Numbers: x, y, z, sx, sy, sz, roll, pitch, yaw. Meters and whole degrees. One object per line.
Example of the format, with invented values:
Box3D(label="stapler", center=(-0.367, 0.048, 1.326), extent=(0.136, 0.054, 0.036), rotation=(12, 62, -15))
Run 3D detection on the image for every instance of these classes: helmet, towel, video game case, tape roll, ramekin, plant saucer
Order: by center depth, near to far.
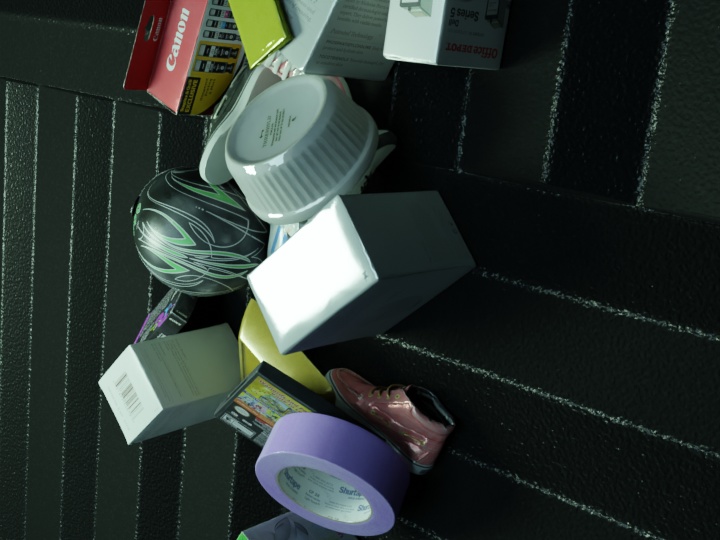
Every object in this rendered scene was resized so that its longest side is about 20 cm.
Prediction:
Box3D(label="towel", center=(-0.141, -0.363, 1.228), extent=(0.086, 0.018, 0.201), rotation=(-27, 77, 47))
Box3D(label="ramekin", center=(-0.084, -0.164, 1.253), extent=(0.202, 0.094, 0.203), rotation=(-21, 43, 22))
Box3D(label="tape roll", center=(-0.037, 0.275, 1.301), extent=(0.199, 0.066, 0.200), rotation=(17, 144, 13))
Box3D(label="video game case", center=(-0.087, 0.217, 1.341), extent=(0.200, 0.026, 0.181), rotation=(35, 143, -8))
Box3D(label="plant saucer", center=(-0.118, 0.171, 1.418), extent=(0.200, 0.048, 0.200), rotation=(45, 152, 27))
Box3D(label="helmet", center=(-0.239, -0.054, 1.471), extent=(0.191, 0.199, 0.201), rotation=(48, 125, 46))

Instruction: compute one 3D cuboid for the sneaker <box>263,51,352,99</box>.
Box3D(label="sneaker", center=(-0.091, -0.278, 1.355), extent=(0.075, 0.104, 0.201), rotation=(-36, 74, 36))

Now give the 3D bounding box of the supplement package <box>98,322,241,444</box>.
Box3D(label="supplement package", center=(-0.281, 0.174, 1.518), extent=(0.117, 0.200, 0.117), rotation=(-45, 68, 36))

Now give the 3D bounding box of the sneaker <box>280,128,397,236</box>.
Box3D(label="sneaker", center=(-0.021, -0.108, 1.304), extent=(0.200, 0.074, 0.080), rotation=(-42, 77, 1))

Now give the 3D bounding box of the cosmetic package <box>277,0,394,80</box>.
Box3D(label="cosmetic package", center=(-0.025, -0.375, 1.241), extent=(0.167, 0.166, 0.200), rotation=(46, 122, 28))

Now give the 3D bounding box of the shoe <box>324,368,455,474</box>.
Box3D(label="shoe", center=(0.040, 0.180, 1.329), extent=(0.200, 0.071, 0.091), rotation=(41, 119, 24))

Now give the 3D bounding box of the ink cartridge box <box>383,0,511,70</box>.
Box3D(label="ink cartridge box", center=(0.111, -0.341, 1.140), extent=(0.084, 0.145, 0.201), rotation=(19, 108, 36))

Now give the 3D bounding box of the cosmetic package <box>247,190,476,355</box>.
Box3D(label="cosmetic package", center=(0.000, 0.000, 1.249), extent=(0.199, 0.200, 0.123), rotation=(-38, 71, 37))

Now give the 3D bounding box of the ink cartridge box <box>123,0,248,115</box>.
Box3D(label="ink cartridge box", center=(-0.234, -0.334, 1.424), extent=(0.084, 0.175, 0.201), rotation=(37, 119, 32))

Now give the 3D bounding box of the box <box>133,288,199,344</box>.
Box3D(label="box", center=(-0.321, 0.084, 1.592), extent=(0.036, 0.143, 0.200), rotation=(33, 128, -14))

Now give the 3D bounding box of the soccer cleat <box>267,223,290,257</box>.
Box3D(label="soccer cleat", center=(-0.097, 0.006, 1.431), extent=(0.086, 0.070, 0.201), rotation=(-7, 86, 51))

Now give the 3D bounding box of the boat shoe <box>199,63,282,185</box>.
Box3D(label="boat shoe", center=(-0.185, -0.218, 1.436), extent=(0.064, 0.071, 0.200), rotation=(21, 77, 40))

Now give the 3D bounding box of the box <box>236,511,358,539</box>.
Box3D(label="box", center=(-0.069, 0.450, 1.386), extent=(0.200, 0.176, 0.097), rotation=(47, 124, 26))
